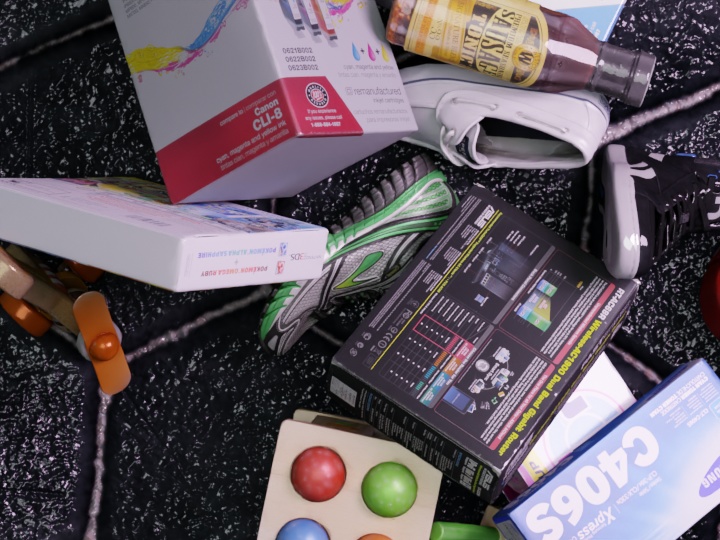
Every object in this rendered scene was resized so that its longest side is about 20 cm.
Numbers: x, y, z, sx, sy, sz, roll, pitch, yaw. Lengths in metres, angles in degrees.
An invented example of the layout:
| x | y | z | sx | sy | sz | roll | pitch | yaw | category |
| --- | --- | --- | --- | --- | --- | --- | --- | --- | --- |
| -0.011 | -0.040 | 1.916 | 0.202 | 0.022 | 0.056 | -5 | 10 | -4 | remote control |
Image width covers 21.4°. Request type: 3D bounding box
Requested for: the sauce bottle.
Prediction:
| x | y | z | sx | sy | sz | roll | pitch | yaw | category |
| --- | --- | --- | --- | --- | --- | --- | --- | --- | --- |
| 0.120 | -0.172 | 1.423 | 0.199 | 0.066 | 0.066 | 16 | 90 | 5 | sauce bottle |

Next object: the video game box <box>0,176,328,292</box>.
| x | y | z | sx | sy | sz | roll | pitch | yaw | category |
| --- | --- | --- | --- | --- | --- | --- | --- | --- | --- |
| -0.156 | -0.030 | 1.423 | 0.200 | 0.182 | 0.047 | 16 | 103 | 32 | video game box |

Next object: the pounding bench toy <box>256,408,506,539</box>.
| x | y | z | sx | sy | sz | roll | pitch | yaw | category |
| --- | --- | --- | --- | --- | --- | --- | --- | --- | --- |
| 0.029 | 0.190 | 1.461 | 0.199 | 0.156 | 0.125 | 11 | 90 | 2 | pounding bench toy |

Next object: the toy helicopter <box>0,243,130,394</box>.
| x | y | z | sx | sy | sz | roll | pitch | yaw | category |
| --- | --- | --- | --- | --- | --- | --- | --- | --- | --- |
| -0.235 | 0.025 | 1.452 | 0.079 | 0.200 | 0.132 | -45 | 71 | 1 | toy helicopter |

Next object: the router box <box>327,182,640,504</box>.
| x | y | z | sx | sy | sz | roll | pitch | yaw | category |
| --- | --- | --- | --- | --- | --- | --- | --- | --- | --- |
| 0.092 | 0.051 | 1.415 | 0.150 | 0.062 | 0.200 | 33 | 62 | 14 | router box |

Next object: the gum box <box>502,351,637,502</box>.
| x | y | z | sx | sy | sz | roll | pitch | yaw | category |
| --- | --- | --- | --- | --- | --- | --- | --- | --- | --- |
| 0.157 | 0.129 | 1.484 | 0.113 | 0.066 | 0.200 | -33 | 88 | -18 | gum box |

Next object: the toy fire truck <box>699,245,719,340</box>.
| x | y | z | sx | sy | sz | roll | pitch | yaw | category |
| --- | --- | --- | --- | --- | --- | --- | --- | --- | --- |
| 0.328 | 0.067 | 1.479 | 0.176 | 0.129 | 0.200 | 35 | 81 | 2 | toy fire truck |

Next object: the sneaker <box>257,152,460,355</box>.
| x | y | z | sx | sy | sz | roll | pitch | yaw | category |
| --- | --- | --- | --- | --- | --- | --- | --- | --- | --- |
| 0.000 | 0.000 | 1.503 | 0.200 | 0.078 | 0.085 | -41 | 90 | 2 | sneaker |

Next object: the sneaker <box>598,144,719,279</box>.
| x | y | z | sx | sy | sz | roll | pitch | yaw | category |
| --- | --- | --- | --- | --- | --- | --- | --- | --- | --- |
| 0.239 | -0.049 | 1.433 | 0.111 | 0.200 | 0.073 | 4 | 112 | 3 | sneaker |

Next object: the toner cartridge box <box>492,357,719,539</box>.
| x | y | z | sx | sy | sz | roll | pitch | yaw | category |
| --- | --- | --- | --- | --- | --- | --- | --- | --- | --- |
| 0.205 | 0.162 | 1.430 | 0.200 | 0.043 | 0.095 | -37 | 90 | -17 | toner cartridge box |

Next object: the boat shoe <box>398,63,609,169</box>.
| x | y | z | sx | sy | sz | roll | pitch | yaw | category |
| --- | --- | --- | --- | --- | --- | --- | --- | --- | --- |
| 0.090 | -0.113 | 1.473 | 0.199 | 0.074 | 0.065 | 1 | 47 | 26 | boat shoe |

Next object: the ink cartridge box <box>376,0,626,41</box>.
| x | y | z | sx | sy | sz | roll | pitch | yaw | category |
| --- | --- | --- | --- | --- | --- | --- | --- | --- | --- |
| 0.113 | -0.244 | 1.496 | 0.200 | 0.084 | 0.145 | 26 | 92 | 2 | ink cartridge box |

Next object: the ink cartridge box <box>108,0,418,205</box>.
| x | y | z | sx | sy | sz | roll | pitch | yaw | category |
| --- | --- | --- | --- | --- | --- | --- | --- | --- | --- |
| -0.078 | -0.169 | 1.437 | 0.144 | 0.145 | 0.201 | -26 | 78 | 38 | ink cartridge box |
